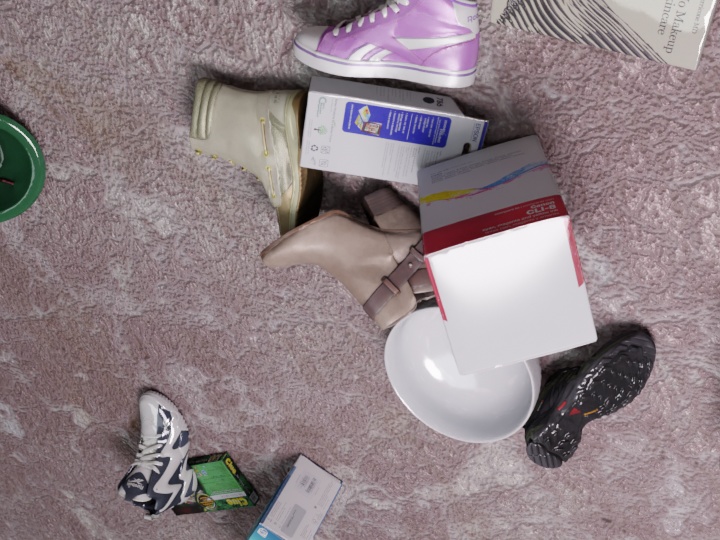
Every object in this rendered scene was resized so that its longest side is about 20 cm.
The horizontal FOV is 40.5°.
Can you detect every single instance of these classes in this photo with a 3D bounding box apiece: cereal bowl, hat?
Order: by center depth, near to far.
[{"bbox_3d":[0.132,0.108,1.200,0.197,0.083,0.203,16,127,21],"label":"cereal bowl"},{"bbox_3d":[-0.551,-0.173,1.402,0.196,0.177,0.168,-15,122,-8],"label":"hat"}]

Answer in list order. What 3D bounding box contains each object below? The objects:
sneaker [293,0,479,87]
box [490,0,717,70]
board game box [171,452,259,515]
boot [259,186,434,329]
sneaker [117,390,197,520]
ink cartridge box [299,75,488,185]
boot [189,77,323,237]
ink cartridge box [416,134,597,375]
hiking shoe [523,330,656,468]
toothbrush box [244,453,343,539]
[{"bbox_3d":[0.026,-0.260,1.002,0.196,0.073,0.116,7,124,10],"label":"sneaker"},{"bbox_3d":[0.224,-0.254,0.895,0.197,0.069,0.083,17,130,17],"label":"box"},{"bbox_3d":[-0.270,0.364,1.651,0.198,0.024,0.106,-16,113,36],"label":"board game box"},{"bbox_3d":[0.000,0.000,1.133,0.197,0.070,0.148,-27,80,-2],"label":"boot"},{"bbox_3d":[-0.337,0.305,1.556,0.078,0.129,0.203,7,117,26],"label":"sneaker"},{"bbox_3d":[0.035,-0.148,1.071,0.196,0.040,0.101,10,130,-3],"label":"ink cartridge box"},{"bbox_3d":[-0.126,-0.128,1.174,0.152,0.072,0.203,12,124,19],"label":"boot"},{"bbox_3d":[0.144,-0.022,1.002,0.142,0.201,0.147,-16,118,9],"label":"ink cartridge box"},{"bbox_3d":[0.261,0.135,1.160,0.075,0.101,0.200,38,105,-20],"label":"hiking shoe"},{"bbox_3d":[-0.123,0.407,1.522,0.085,0.147,0.201,32,134,2],"label":"toothbrush box"}]
